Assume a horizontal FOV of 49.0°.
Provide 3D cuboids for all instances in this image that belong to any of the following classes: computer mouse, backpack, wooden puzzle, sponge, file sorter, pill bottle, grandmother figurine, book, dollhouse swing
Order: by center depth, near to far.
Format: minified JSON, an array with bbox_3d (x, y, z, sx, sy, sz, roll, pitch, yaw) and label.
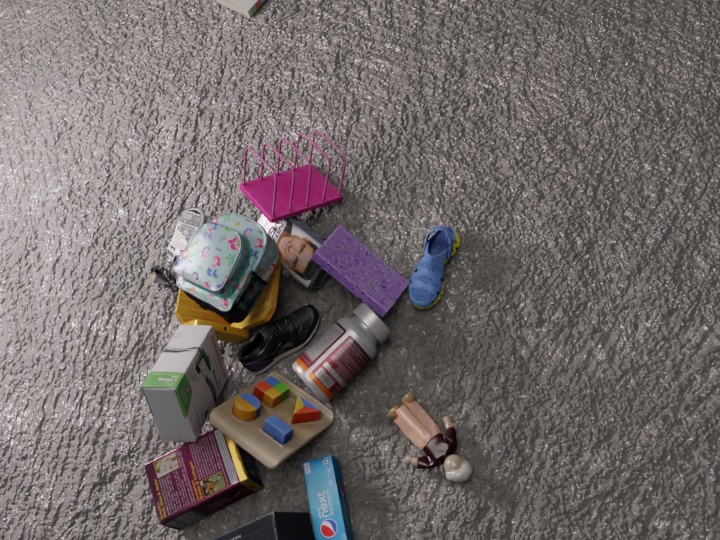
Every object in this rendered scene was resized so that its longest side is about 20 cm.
[{"bbox_3d":[0.139,0.338,1.547,0.121,0.061,0.200,-47,61,0],"label":"grandmother figurine"},{"bbox_3d":[-0.175,0.288,1.596,0.184,0.047,0.199,31,37,23],"label":"wooden puzzle"},{"bbox_3d":[-0.273,-0.018,1.631,0.176,0.151,0.201,24,71,28],"label":"backpack"},{"bbox_3d":[-0.037,0.168,1.636,0.200,0.110,0.110,-43,64,-7],"label":"pill bottle"},{"bbox_3d":[0.000,0.000,1.681,0.199,0.030,0.112,40,46,3],"label":"sponge"},{"bbox_3d":[-0.287,0.031,1.710,0.180,0.176,0.202,14,65,-20],"label":"dollhouse swing"},{"bbox_3d":[-0.149,-0.221,1.775,0.199,0.126,0.139,-21,51,-33],"label":"file sorter"},{"bbox_3d":[-0.416,-0.050,1.867,0.109,0.044,0.202,18,77,25],"label":"computer mouse"},{"bbox_3d":[-0.292,-0.799,2.173,0.133,0.048,0.201,32,75,20],"label":"book"}]

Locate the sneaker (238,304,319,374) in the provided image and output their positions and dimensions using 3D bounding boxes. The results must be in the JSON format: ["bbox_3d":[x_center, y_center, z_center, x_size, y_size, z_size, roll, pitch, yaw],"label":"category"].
[{"bbox_3d":[-0.174,0.142,1.693,0.200,0.088,0.076,-41,63,-6],"label":"sneaker"}]

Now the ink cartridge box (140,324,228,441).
[{"bbox_3d":[-0.355,0.227,1.624,0.083,0.147,0.201,-1,34,16],"label":"ink cartridge box"}]

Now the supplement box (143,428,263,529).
[{"bbox_3d":[-0.317,0.417,1.597,0.198,0.103,0.132,-26,63,1],"label":"supplement box"}]

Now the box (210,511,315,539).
[{"bbox_3d":[-0.179,0.573,1.451,0.199,0.124,0.199,-30,62,23],"label":"box"}]

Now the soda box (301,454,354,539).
[{"bbox_3d":[-0.059,0.468,1.530,0.063,0.068,0.202,-16,64,7],"label":"soda box"}]

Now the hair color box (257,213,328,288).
[{"bbox_3d":[-0.150,-0.056,1.773,0.199,0.060,0.100,37,105,25],"label":"hair color box"}]

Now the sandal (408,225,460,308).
[{"bbox_3d":[0.152,-0.016,1.686,0.079,0.087,0.202,14,72,17],"label":"sandal"}]
